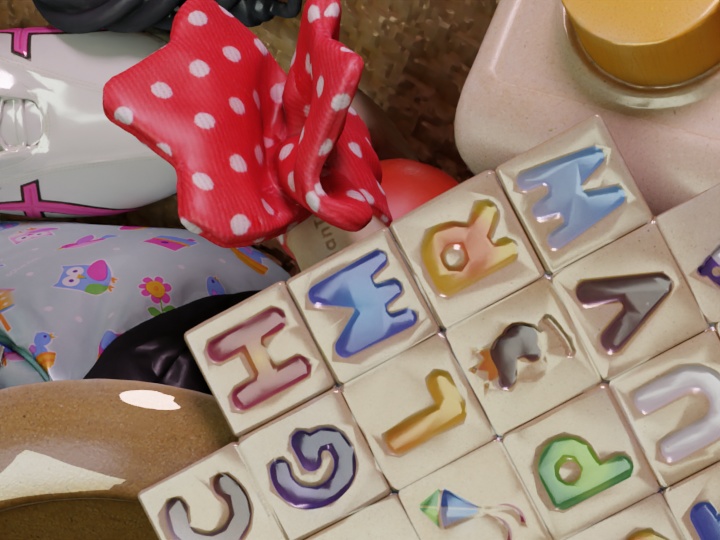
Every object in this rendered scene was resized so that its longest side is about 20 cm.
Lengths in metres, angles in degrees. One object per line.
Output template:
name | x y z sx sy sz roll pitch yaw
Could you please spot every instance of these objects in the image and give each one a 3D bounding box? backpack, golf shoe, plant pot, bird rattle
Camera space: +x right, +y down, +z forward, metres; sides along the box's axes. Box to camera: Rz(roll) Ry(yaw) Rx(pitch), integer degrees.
backpack | -0.102 0.049 0.874 0.199 0.166 0.128 5 100 38
golf shoe | -0.141 -0.051 0.890 0.199 0.092 0.073 3 107 27
plant pot | -0.072 0.119 0.758 0.198 0.028 0.201 2 127 3
bird rattle | 0.000 0.000 0.781 0.112 0.163 0.200 -35 96 12

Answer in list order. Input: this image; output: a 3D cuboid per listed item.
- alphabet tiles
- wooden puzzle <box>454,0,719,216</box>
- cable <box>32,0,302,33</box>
alphabet tiles | 0.046 0.061 0.680 0.199 0.006 0.167 -28 89 9
wooden puzzle | 0.136 -0.101 0.689 0.184 0.046 0.201 17 80 24
cable | -0.075 -0.182 0.841 0.162 0.051 0.202 8 106 36
